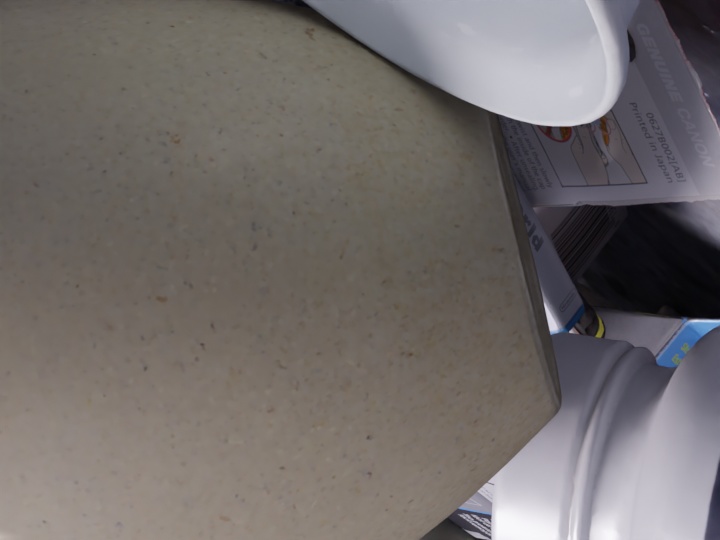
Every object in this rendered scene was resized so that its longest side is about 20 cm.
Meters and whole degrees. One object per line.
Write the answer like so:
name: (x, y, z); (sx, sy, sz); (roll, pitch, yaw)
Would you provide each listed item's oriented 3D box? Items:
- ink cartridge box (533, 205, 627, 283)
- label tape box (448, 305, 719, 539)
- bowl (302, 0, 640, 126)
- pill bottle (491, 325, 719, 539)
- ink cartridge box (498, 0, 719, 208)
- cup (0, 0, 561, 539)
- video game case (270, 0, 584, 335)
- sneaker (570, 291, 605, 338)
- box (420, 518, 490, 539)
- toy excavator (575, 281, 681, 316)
ink cartridge box: (0.005, -0.077, 0.886); (0.200, 0.050, 0.109); (35, 168, 26)
label tape box: (0.099, 0.068, 0.914); (0.199, 0.064, 0.144); (6, 157, 39)
bowl: (0.006, -0.132, 0.530); (0.201, 0.090, 0.201); (39, 171, 8)
pill bottle: (0.144, 0.075, 0.678); (0.199, 0.112, 0.111); (11, 158, 22)
ink cartridge box: (0.024, -0.094, 0.713); (0.199, 0.050, 0.161); (-3, 124, 49)
cup: (-0.024, 0.005, 0.651); (0.200, 0.142, 0.202); (-14, -90, -84)
video game case: (-0.028, -0.057, 0.739); (0.143, 0.018, 0.201); (-8, 120, 44)
sneaker: (0.000, 0.000, 0.876); (0.200, 0.077, 0.075); (31, 169, 47)
box: (0.043, 0.098, 1.080); (0.082, 0.199, 0.069); (-21, 83, 39)
toy excavator: (0.032, -0.002, 1.028); (0.194, 0.100, 0.200); (42, 161, -19)
